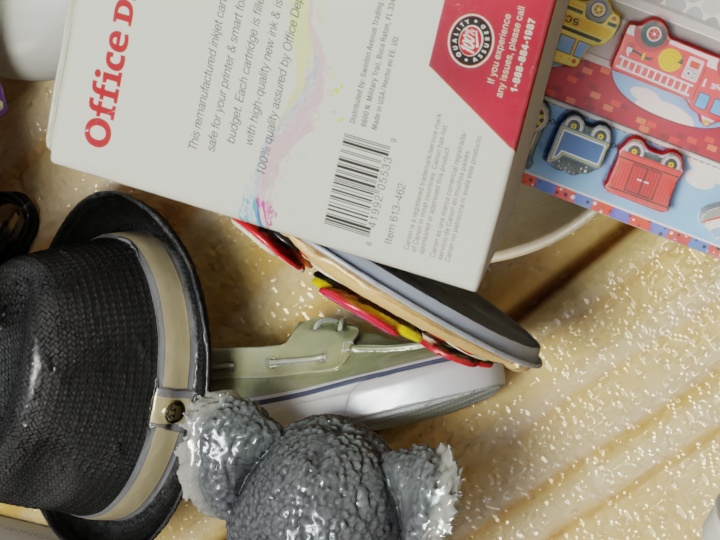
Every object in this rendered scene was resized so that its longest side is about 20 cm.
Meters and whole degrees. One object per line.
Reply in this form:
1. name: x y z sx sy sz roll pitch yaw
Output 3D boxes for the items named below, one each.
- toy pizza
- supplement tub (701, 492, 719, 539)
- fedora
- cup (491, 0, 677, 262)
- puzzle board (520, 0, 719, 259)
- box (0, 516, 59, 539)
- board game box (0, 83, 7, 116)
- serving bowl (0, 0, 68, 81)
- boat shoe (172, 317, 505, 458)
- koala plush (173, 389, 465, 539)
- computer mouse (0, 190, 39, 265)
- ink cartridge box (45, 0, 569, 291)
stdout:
1. toy pizza: 0.000 0.000 1.217 0.200 0.200 0.032 33 96 15
2. supplement tub: 0.259 0.073 1.146 0.140 0.140 0.201 35 112 14
3. fedora: -0.163 0.057 1.325 0.200 0.091 0.202 -2 87 51
4. cup: 0.046 -0.117 1.190 0.199 0.143 0.202 1 105 3
5. puzzle board: 0.145 -0.090 1.109 0.199 0.017 0.151 20 106 -3
6. box: -0.216 0.205 1.438 0.199 0.048 0.123 11 104 22
7. board game box: -0.275 -0.162 1.344 0.200 0.032 0.120 31 143 32
8. serving bowl: -0.194 -0.199 1.340 0.199 0.066 0.201 5 102 24
9. boat shoe: -0.021 0.056 1.308 0.199 0.072 0.062 -12 81 21
10. koala plush: -0.021 0.163 1.256 0.176 0.184 0.201 17 113 19
11. computer mouse: -0.237 0.042 1.424 0.058 0.034 0.201 31 111 17
12. ink cartridge box: -0.020 -0.097 1.069 0.199 0.083 0.146 17 117 7
